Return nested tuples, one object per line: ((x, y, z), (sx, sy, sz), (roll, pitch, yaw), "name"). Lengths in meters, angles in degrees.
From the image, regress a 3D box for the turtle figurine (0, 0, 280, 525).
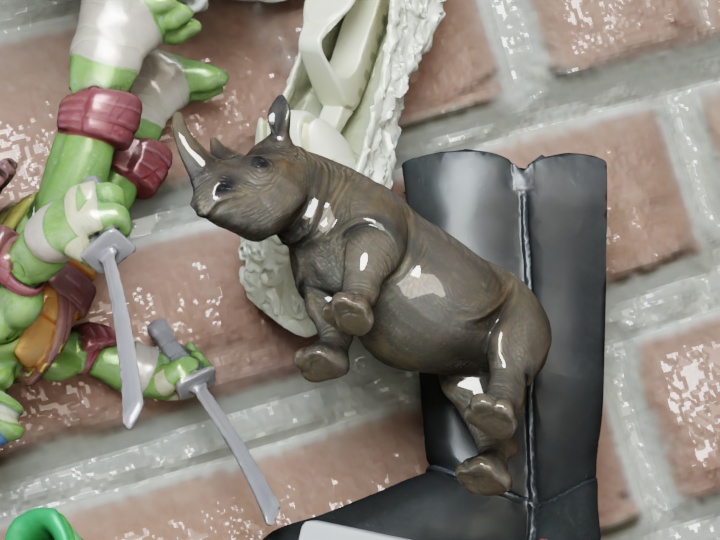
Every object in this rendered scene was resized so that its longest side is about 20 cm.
((-0.087, -0.005, 0.873), (0.144, 0.199, 0.195), (31, 68, -43), "turtle figurine")

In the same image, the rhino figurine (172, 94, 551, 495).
((0.000, 0.000, 0.852), (0.200, 0.060, 0.088), (38, 42, -20), "rhino figurine")

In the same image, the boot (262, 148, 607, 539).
((0.032, 0.046, 0.930), (0.164, 0.066, 0.202), (4, 83, -19), "boot")

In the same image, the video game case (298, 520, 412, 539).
((0.057, 0.187, 0.827), (0.199, 0.018, 0.144), (9, 85, 21), "video game case")

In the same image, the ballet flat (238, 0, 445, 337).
((-0.016, -0.074, 0.933), (0.071, 0.072, 0.201), (20, 74, -10), "ballet flat")

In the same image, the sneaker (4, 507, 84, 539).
((-0.149, 0.168, 0.819), (0.074, 0.200, 0.084), (-16, 117, 21), "sneaker")

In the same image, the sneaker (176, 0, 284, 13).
((-0.074, -0.146, 0.877), (0.073, 0.200, 0.071), (-34, 80, 28), "sneaker")

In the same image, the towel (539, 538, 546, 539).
((0.071, 0.230, 0.858), (0.144, 0.022, 0.201), (35, 101, 35), "towel")
